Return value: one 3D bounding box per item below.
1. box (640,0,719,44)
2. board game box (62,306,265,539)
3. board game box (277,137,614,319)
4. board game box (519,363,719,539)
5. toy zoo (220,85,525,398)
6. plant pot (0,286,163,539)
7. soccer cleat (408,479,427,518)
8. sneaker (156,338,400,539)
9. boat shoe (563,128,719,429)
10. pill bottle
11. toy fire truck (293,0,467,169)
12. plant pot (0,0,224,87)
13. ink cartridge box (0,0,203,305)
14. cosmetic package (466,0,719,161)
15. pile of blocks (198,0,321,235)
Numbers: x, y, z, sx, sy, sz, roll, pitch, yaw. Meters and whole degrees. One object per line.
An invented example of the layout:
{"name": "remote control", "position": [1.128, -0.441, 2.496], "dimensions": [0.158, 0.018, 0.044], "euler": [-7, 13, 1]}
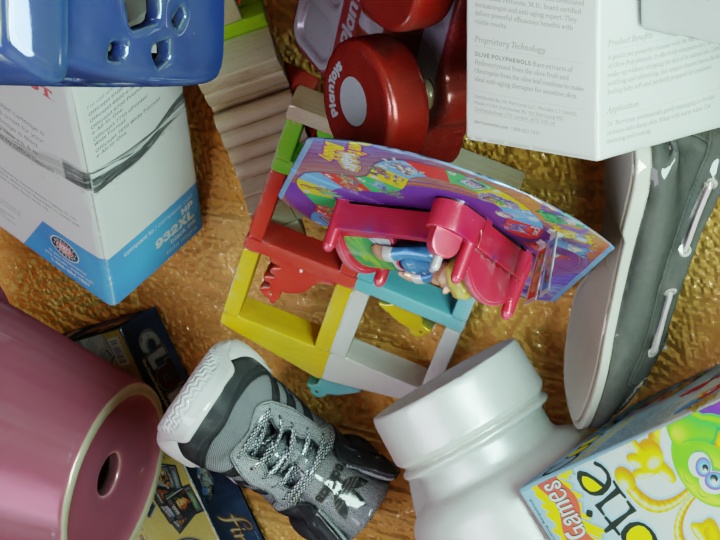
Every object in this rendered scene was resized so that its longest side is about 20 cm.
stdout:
{"name": "box", "position": [0.206, -0.194, 1.178], "dimensions": [0.152, 0.106, 0.200], "euler": [19, 126, 36]}
{"name": "board game box", "position": [-0.138, 0.130, 1.775], "dimensions": [0.135, 0.035, 0.200], "euler": [-15, 103, 48]}
{"name": "board game box", "position": [0.033, -0.008, 1.397], "dimensions": [0.158, 0.039, 0.200], "euler": [20, 165, -4]}
{"name": "board game box", "position": [0.193, 0.101, 1.373], "dimensions": [0.200, 0.105, 0.103], "euler": [-31, 91, 50]}
{"name": "toy zoo", "position": [0.000, 0.000, 1.527], "dimensions": [0.131, 0.020, 0.200], "euler": [22, 132, 1]}
{"name": "plant pot", "position": [-0.226, 0.105, 1.689], "dimensions": [0.179, 0.200, 0.200], "euler": [16, 126, 20]}
{"name": "soccer cleat", "position": [0.069, 0.193, 1.567], "dimensions": [0.069, 0.085, 0.200], "euler": [-11, 105, 48]}
{"name": "sneaker", "position": [-0.040, 0.103, 1.581], "dimensions": [0.114, 0.076, 0.200], "euler": [33, 177, 15]}
{"name": "boat shoe", "position": [0.144, 0.005, 1.399], "dimensions": [0.067, 0.057, 0.200], "euler": [-102, 15, -47]}
{"name": "pill bottle", "position": [0.094, 0.144, 1.489], "dimensions": [0.114, 0.114, 0.200], "euler": [-29, 92, 49]}
{"name": "toy fire truck", "position": [0.025, -0.155, 1.395], "dimensions": [0.168, 0.112, 0.200], "euler": [50, 141, 39]}
{"name": "plant pot", "position": [-0.191, -0.184, 1.374], "dimensions": [0.200, 0.180, 0.200], "euler": [4, 101, 24]}
{"name": "ink cartridge box", "position": [-0.175, -0.098, 1.596], "dimensions": [0.145, 0.084, 0.200], "euler": [35, 152, 26]}
{"name": "cosmetic package", "position": [0.111, -0.160, 1.269], "dimensions": [0.085, 0.108, 0.200], "euler": [12, 109, 42]}
{"name": "pile of blocks", "position": [-0.056, -0.112, 1.540], "dimensions": [0.062, 0.082, 0.200], "euler": [-18, 116, 5]}
